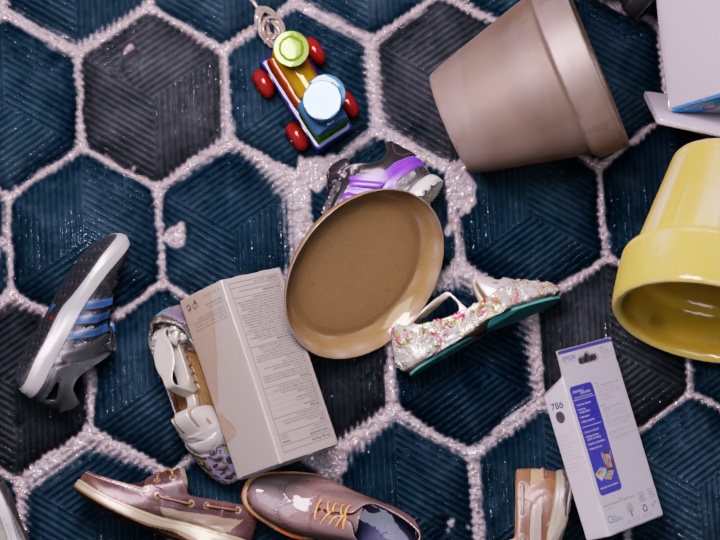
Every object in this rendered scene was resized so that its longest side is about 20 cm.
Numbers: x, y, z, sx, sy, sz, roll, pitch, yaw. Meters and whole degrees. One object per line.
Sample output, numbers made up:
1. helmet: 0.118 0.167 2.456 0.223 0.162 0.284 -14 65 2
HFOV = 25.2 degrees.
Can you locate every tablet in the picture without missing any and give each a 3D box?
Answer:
1. tablet: 0.411 -0.160 1.750 0.197 0.130 0.014 11 109 0

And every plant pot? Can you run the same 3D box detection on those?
1. plant pot: 0.380 -0.027 1.705 0.198 0.201 0.191 16 67 0
2. plant pot: 0.000 0.000 1.705 0.200 0.200 0.027 -43 43 -7
3. plant pot: 0.174 -0.191 1.724 0.172 0.200 0.202 -23 84 11

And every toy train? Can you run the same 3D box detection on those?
1. toy train: -0.079 -0.233 1.744 0.084 0.116 0.201 -32 85 -6

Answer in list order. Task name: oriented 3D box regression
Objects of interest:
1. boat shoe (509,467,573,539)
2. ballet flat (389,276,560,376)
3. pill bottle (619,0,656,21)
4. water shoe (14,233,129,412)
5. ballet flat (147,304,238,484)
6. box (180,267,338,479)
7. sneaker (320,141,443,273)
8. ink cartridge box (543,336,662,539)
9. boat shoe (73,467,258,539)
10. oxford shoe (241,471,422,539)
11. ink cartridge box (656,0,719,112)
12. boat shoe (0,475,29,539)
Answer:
1. boat shoe: 0.176 0.307 1.712 0.073 0.076 0.202 11 74 5
2. ballet flat: 0.119 0.045 1.739 0.198 0.076 0.064 -26 77 -7
3. pill bottle: 0.265 -0.376 1.776 0.112 0.112 0.200 -42 86 -6
4. water shoe: -0.295 0.056 1.736 0.079 0.071 0.201 35 80 -25
5. ballet flat: -0.183 0.136 1.716 0.071 0.072 0.202 -19 83 -4
6. box: -0.107 0.108 1.701 0.094 0.077 0.202 -10 80 -46
7. sneaker: -0.013 -0.065 1.755 0.200 0.070 0.100 -39 78 -9
8. ink cartridge box: 0.255 0.178 1.719 0.099 0.039 0.202 -9 82 -43
9. boat shoe: -0.203 0.244 1.707 0.198 0.072 0.073 20 74 -3
10. oxford shoe: -0.027 0.253 1.698 0.198 0.073 0.072 15 75 -6
11. ink cartridge box: 0.439 -0.251 1.709 0.198 0.147 0.147 -2 83 -36
12. boat shoe: -0.389 0.275 1.693 0.064 0.074 0.204 -24 91 -9
